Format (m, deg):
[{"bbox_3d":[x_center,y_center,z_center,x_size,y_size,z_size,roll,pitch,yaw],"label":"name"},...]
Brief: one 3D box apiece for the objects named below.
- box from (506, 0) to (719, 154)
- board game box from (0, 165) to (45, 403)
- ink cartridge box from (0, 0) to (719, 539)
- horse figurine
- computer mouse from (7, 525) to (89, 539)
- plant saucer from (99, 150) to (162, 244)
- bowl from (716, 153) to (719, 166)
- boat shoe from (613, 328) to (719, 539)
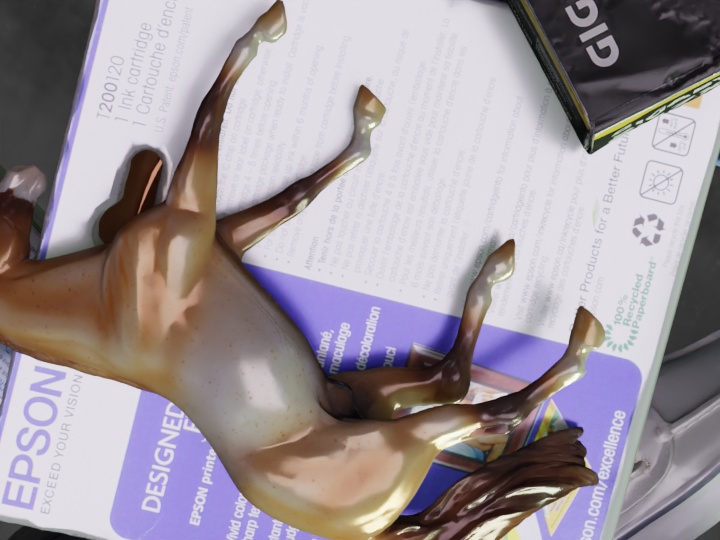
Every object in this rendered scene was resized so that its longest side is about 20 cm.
[{"bbox_3d":[0.092,-0.159,0.698,0.160,0.049,0.200,-27,85,0],"label":"box"},{"bbox_3d":[-0.204,0.026,0.815,0.200,0.040,0.153,-41,107,2],"label":"board game box"},{"bbox_3d":[-0.002,0.003,0.743,0.200,0.043,0.198,14,95,-7],"label":"ink cartridge box"},{"bbox_3d":[-0.018,0.020,0.698,0.200,0.050,0.133,45,91,-7],"label":"horse figurine"},{"bbox_3d":[-0.050,0.072,0.832,0.200,0.046,0.141,-14,87,10],"label":"computer mouse"},{"bbox_3d":[0.000,0.000,0.784,0.200,0.037,0.200,0,97,-4],"label":"plant saucer"},{"bbox_3d":[0.159,-0.129,0.801,0.200,0.039,0.201,-13,127,-18],"label":"bowl"},{"bbox_3d":[0.085,0.068,0.862,0.200,0.072,0.066,-37,112,10],"label":"boat shoe"}]
